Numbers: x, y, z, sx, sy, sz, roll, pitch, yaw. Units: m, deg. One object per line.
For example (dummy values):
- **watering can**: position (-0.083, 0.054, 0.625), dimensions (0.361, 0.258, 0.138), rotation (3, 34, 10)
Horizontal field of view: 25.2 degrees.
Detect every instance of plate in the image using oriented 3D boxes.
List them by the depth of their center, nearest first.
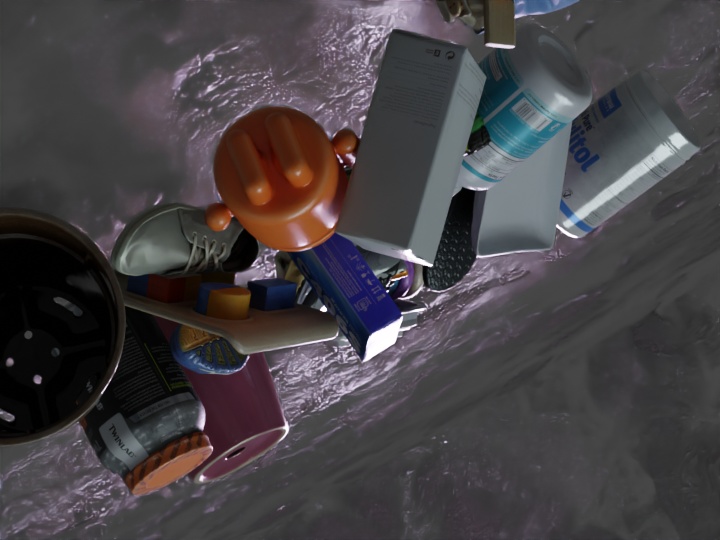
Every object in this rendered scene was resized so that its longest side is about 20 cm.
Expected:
- **plate**: position (0.186, -0.120, 1.888), dimensions (0.200, 0.032, 0.200), rotation (-7, 107, -58)

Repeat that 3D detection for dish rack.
- **dish rack**: position (-0.032, 0.061, 2.012), dimensions (0.171, 0.044, 0.200), rotation (8, -172, 33)

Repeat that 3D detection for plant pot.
- **plant pot**: position (-0.302, 0.063, 1.430), dimensions (0.200, 0.201, 0.198), rotation (-29, 173, -9)
- **plant pot**: position (-0.183, 0.144, 1.904), dimensions (0.200, 0.179, 0.200), rotation (-30, 166, -8)

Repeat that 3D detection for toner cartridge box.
- **toner cartridge box**: position (-0.033, -0.008, 1.674), dimensions (0.043, 0.200, 0.095), rotation (-31, 165, -16)

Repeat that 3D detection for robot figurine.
- **robot figurine**: position (-0.074, -0.083, 1.527), dimensions (0.144, 0.116, 0.200), rotation (-61, 166, -8)

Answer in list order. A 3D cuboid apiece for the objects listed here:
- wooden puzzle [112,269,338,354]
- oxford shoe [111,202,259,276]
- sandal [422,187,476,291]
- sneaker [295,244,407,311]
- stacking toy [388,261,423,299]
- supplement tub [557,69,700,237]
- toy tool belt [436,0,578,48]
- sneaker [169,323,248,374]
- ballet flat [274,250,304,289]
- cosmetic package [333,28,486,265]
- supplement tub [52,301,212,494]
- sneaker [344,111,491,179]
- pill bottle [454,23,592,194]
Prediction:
- **wooden puzzle**: position (-0.144, 0.025, 1.648), dimensions (0.185, 0.200, 0.046), rotation (-6, 113, -58)
- **oxford shoe**: position (-0.168, -0.025, 1.599), dimensions (0.200, 0.058, 0.075), rotation (-5, 126, -56)
- **sandal**: position (0.111, -0.073, 1.877), dimensions (0.075, 0.048, 0.201), rotation (15, 91, -40)
- **sneaker**: position (0.000, 0.000, 1.779), dimensions (0.200, 0.079, 0.074), rotation (-43, 169, -17)
- **stacking toy**: position (-0.013, 0.005, 2.008), dimensions (0.200, 0.086, 0.085), rotation (-9, 154, -43)
- **supplement tub**: position (0.317, -0.147, 2.059), dimensions (0.200, 0.132, 0.132), rotation (-39, 164, 20)
- **toy tool belt**: position (0.156, -0.260, 1.401), dimensions (0.200, 0.123, 0.125), rotation (-22, 162, -33)
- **sneaker**: position (-0.165, 0.078, 1.741), dimensions (0.088, 0.076, 0.200), rotation (-17, 180, 22)
- **ballet flat**: position (-0.065, -0.020, 1.846), dimensions (0.069, 0.063, 0.200), rotation (-49, 172, -35)
- **cosmetic package**: position (0.049, -0.113, 1.532), dimensions (0.113, 0.081, 0.201), rotation (34, 73, -73)
- **supplement tub**: position (-0.243, 0.125, 1.687), dimensions (0.122, 0.200, 0.123), rotation (-29, 164, -9)
- **sneaker**: position (0.032, -0.134, 1.668), dimensions (0.200, 0.085, 0.078), rotation (-21, 180, 17)
- **pill bottle**: position (0.141, -0.160, 1.711), dimensions (0.200, 0.111, 0.111), rotation (-40, 163, 29)
